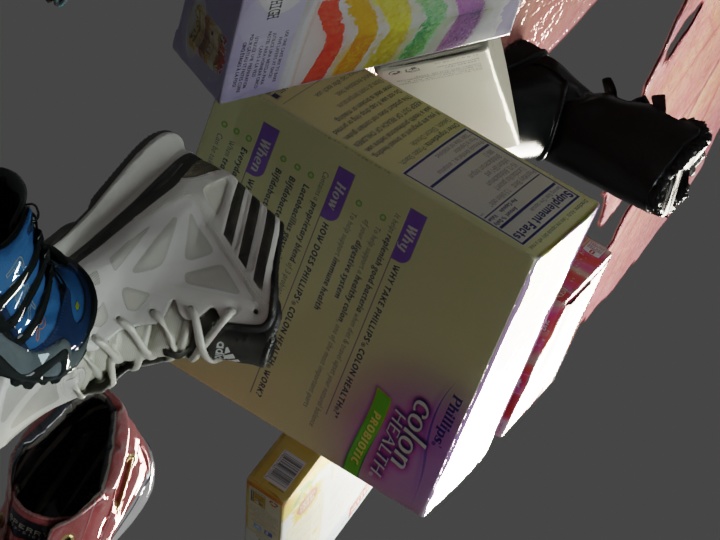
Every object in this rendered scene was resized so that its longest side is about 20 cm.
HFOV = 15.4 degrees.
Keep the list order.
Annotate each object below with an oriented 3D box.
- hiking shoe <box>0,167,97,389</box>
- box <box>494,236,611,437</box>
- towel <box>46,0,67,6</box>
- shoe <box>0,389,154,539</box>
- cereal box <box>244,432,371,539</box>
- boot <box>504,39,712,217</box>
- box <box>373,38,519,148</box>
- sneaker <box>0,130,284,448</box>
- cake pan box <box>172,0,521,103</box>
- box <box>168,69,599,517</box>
[{"bbox_3d":[-0.157,0.000,1.166,0.087,0.074,0.200,-61,166,10],"label":"hiking shoe"},{"bbox_3d":[0.032,-0.005,1.559,0.095,0.199,0.100,-39,156,-60],"label":"box"},{"bbox_3d":[-0.079,-0.217,1.106,0.147,0.022,0.201,-48,162,-38],"label":"towel"},{"bbox_3d":[-0.181,0.156,1.430,0.201,0.071,0.091,-58,163,-19],"label":"shoe"},{"bbox_3d":[-0.034,0.159,2.000,0.144,0.039,0.200,-52,165,-28],"label":"cereal box"},{"bbox_3d":[0.149,-0.087,1.880,0.198,0.162,0.074,-39,154,-55],"label":"boot"},{"bbox_3d":[0.047,-0.130,1.564,0.200,0.068,0.083,60,20,-73],"label":"box"},{"bbox_3d":[-0.107,0.028,1.314,0.201,0.115,0.076,-52,165,-27],"label":"sneaker"},{"bbox_3d":[0.014,-0.184,1.287,0.183,0.052,0.201,-17,143,-33],"label":"cake pan box"},{"bbox_3d":[0.000,0.000,1.460,0.097,0.199,0.177,-36,153,-57],"label":"box"}]
